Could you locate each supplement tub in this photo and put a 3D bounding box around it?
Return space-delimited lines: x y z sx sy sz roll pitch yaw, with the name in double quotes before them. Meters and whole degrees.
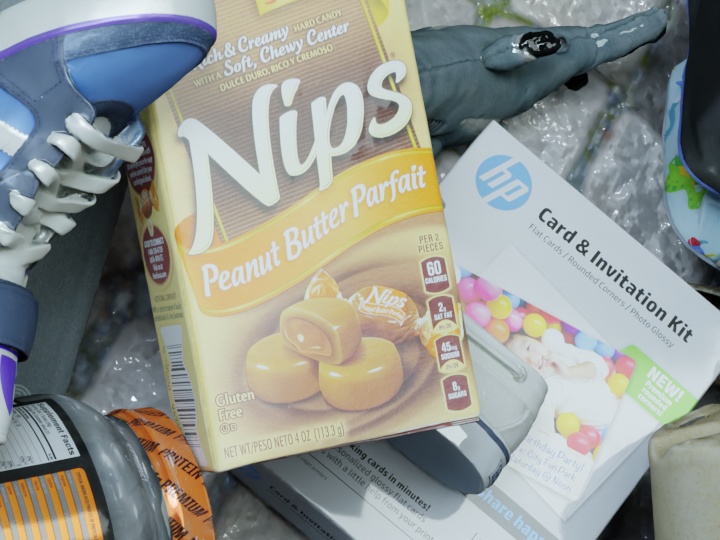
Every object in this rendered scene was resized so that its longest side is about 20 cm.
"supplement tub" -0.165 0.116 1.117 0.200 0.123 0.123 -8 77 -27

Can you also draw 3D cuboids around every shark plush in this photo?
"shark plush" 0.065 -0.086 1.340 0.200 0.083 0.091 -2 74 -29

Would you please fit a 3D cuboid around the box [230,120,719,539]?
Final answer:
"box" 0.057 0.056 1.284 0.156 0.041 0.200 40 66 0

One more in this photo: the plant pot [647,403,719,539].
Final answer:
"plant pot" 0.206 0.147 1.243 0.200 0.200 0.184 -15 95 -31

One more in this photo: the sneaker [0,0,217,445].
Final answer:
"sneaker" -0.127 -0.010 1.067 0.081 0.200 0.147 31 39 -67

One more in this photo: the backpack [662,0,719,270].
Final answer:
"backpack" 0.248 -0.065 1.379 0.200 0.147 0.183 26 39 -15

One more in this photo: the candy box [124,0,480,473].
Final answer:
"candy box" -0.030 -0.027 1.150 0.115 0.055 0.200 -11 91 -20

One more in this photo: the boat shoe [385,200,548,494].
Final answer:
"boat shoe" 0.002 -0.001 1.225 0.202 0.075 0.086 41 69 -2

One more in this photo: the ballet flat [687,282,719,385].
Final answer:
"ballet flat" 0.143 0.029 1.364 0.200 0.046 0.067 6 70 -26

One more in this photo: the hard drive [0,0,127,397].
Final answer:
"hard drive" -0.166 -0.042 1.171 0.139 0.033 0.200 15 95 -24
